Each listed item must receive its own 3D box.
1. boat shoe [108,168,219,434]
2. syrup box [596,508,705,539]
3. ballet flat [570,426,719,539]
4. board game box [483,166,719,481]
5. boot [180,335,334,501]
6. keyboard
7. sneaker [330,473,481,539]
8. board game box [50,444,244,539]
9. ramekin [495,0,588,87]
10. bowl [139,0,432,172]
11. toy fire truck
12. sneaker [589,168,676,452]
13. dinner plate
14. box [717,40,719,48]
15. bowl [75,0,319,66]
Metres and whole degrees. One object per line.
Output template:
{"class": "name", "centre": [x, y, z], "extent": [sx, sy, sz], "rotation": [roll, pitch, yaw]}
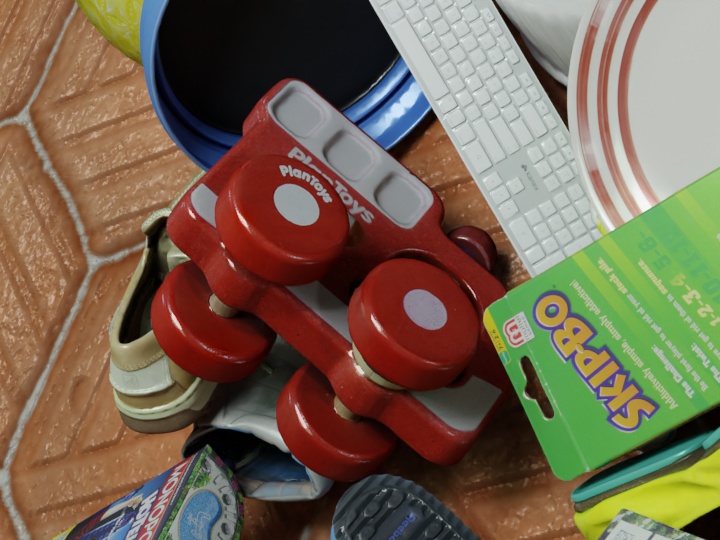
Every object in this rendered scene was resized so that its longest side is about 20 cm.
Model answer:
{"class": "boat shoe", "centre": [-0.092, -0.006, 1.191], "extent": [0.071, 0.077, 0.201], "rotation": [-6, 40, 16]}
{"class": "syrup box", "centre": [0.181, 0.186, 0.955], "extent": [0.199, 0.082, 0.079], "rotation": [19, 53, 37]}
{"class": "ballet flat", "centre": [0.175, 0.097, 1.004], "extent": [0.200, 0.067, 0.067], "rotation": [-37, 81, 49]}
{"class": "board game box", "centre": [0.153, 0.016, 1.014], "extent": [0.199, 0.030, 0.096], "rotation": [-31, 77, 29]}
{"class": "boot", "centre": [-0.074, 0.069, 1.203], "extent": [0.199, 0.074, 0.096], "rotation": [11, 39, 38]}
{"class": "keyboard", "centre": [0.067, -0.092, 1.157], "extent": [0.056, 0.011, 0.201], "rotation": [-30, 88, -2]}
{"class": "sneaker", "centre": [0.063, 0.185, 1.087], "extent": [0.066, 0.079, 0.200], "rotation": [-40, 65, -17]}
{"class": "board game box", "centre": [-0.123, 0.192, 1.114], "extent": [0.199, 0.062, 0.201], "rotation": [-31, 22, 37]}
{"class": "ramekin", "centre": [0.149, -0.196, 1.160], "extent": [0.199, 0.105, 0.202], "rotation": [-15, 61, 30]}
{"class": "bowl", "centre": [-0.030, -0.139, 1.195], "extent": [0.201, 0.200, 0.039], "rotation": [-48, 44, 9]}
{"class": "toy fire truck", "centre": [0.000, 0.000, 1.126], "extent": [0.168, 0.200, 0.112], "rotation": [-50, -2, -46]}
{"class": "sneaker", "centre": [0.167, -0.013, 1.083], "extent": [0.104, 0.076, 0.202], "rotation": [-7, 77, 21]}
{"class": "dinner plate", "centre": [0.185, -0.079, 1.015], "extent": [0.199, 0.024, 0.202], "rotation": [7, 101, 37]}
{"class": "box", "centre": [0.263, -0.174, 1.069], "extent": [0.095, 0.099, 0.202], "rotation": [12, 77, 39]}
{"class": "bowl", "centre": [-0.058, -0.164, 1.284], "extent": [0.199, 0.200, 0.108], "rotation": [-27, 99, 24]}
